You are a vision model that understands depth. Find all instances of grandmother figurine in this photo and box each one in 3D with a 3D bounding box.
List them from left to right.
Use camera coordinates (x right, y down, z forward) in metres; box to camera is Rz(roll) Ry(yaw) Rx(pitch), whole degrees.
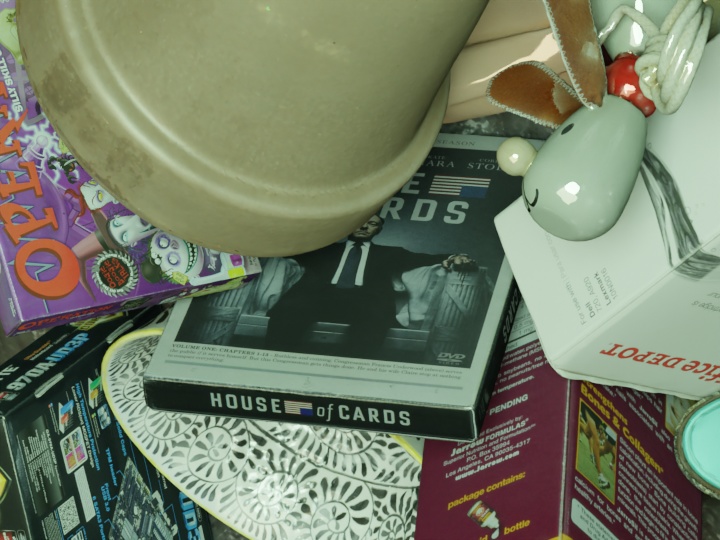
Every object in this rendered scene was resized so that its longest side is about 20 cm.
[{"bbox_3d":[0.101,-0.108,1.314,0.200,0.061,0.121,-14,113,30],"label":"grandmother figurine"}]

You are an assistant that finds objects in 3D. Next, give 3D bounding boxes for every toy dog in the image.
[{"bbox_3d":[0.092,-0.119,1.188,0.096,0.200,0.132,21,135,-1],"label":"toy dog"}]

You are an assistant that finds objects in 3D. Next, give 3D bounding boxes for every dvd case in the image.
[{"bbox_3d":[0.000,0.000,1.309,0.150,0.200,0.025,4,129,13],"label":"dvd case"}]

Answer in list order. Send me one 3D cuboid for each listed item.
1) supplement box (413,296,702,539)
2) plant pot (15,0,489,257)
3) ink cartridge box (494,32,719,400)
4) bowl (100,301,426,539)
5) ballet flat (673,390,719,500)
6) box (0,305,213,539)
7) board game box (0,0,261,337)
[{"bbox_3d":[0.092,0.095,1.301,0.086,0.200,0.110,-25,126,28],"label":"supplement box"},{"bbox_3d":[-0.023,-0.130,1.208,0.200,0.200,0.175,48,140,0],"label":"plant pot"},{"bbox_3d":[0.179,-0.034,1.250,0.200,0.146,0.084,-39,57,30],"label":"ink cartridge box"},{"bbox_3d":[-0.016,0.059,1.392,0.200,0.094,0.201,25,152,14],"label":"bowl"},{"bbox_3d":[0.246,0.077,1.308,0.199,0.075,0.068,-8,83,12],"label":"ballet flat"},{"bbox_3d":[-0.136,0.134,1.454,0.046,0.159,0.200,-2,110,27],"label":"box"},{"bbox_3d":[-0.127,-0.078,1.265,0.032,0.120,0.200,-39,67,63],"label":"board game box"}]
